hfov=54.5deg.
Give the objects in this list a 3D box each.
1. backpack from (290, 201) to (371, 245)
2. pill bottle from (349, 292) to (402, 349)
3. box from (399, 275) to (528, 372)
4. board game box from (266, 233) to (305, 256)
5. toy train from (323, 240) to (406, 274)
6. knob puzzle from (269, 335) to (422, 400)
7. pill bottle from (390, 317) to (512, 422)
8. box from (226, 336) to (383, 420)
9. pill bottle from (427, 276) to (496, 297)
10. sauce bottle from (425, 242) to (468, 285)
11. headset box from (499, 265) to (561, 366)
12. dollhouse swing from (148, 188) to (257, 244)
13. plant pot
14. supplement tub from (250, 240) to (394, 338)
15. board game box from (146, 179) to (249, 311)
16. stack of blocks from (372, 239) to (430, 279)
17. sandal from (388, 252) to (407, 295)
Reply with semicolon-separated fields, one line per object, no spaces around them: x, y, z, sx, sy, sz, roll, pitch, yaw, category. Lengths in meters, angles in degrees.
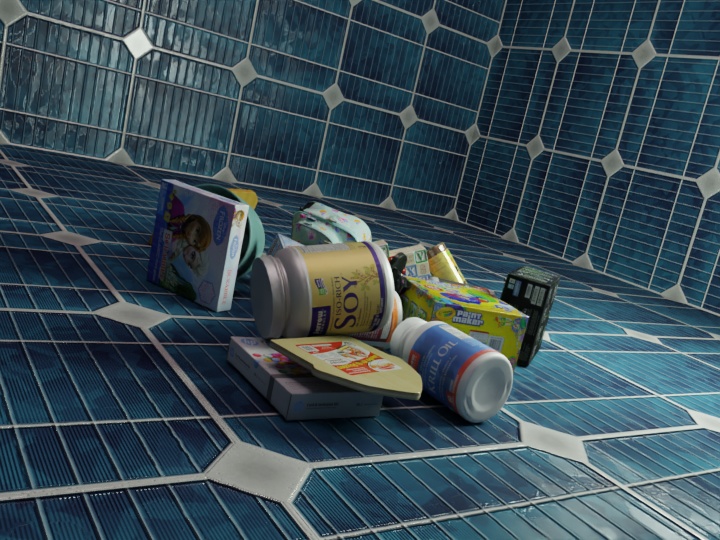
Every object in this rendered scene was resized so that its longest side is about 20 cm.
-0.077;-0.057;1.718;0.197;0.178;0.154;16;28;9;backpack
-0.035;0.077;1.244;0.197;0.116;0.114;8;12;-28;pill bottle
0.181;0.104;1.354;0.197;0.124;0.193;10;11;-20;box
-0.096;0.016;1.405;0.198;0.062;0.201;2;43;-46;board game box
0.000;0.000;1.467;0.198;0.085;0.116;28;13;-1;toy train
-0.001;0.142;0.970;0.216;0.031;0.220;16;9;-2;knob puzzle
0.135;0.147;1.108;0.111;0.114;0.199;5;13;-36;pill bottle
-0.084;0.151;1.010;0.154;0.042;0.199;7;12;-36;box
0.188;0.077;1.527;0.197;0.112;0.111;12;11;-6;pill bottle
0.214;0.035;1.618;0.064;0.202;0.065;-29;-2;-1;sauce bottle
0.352;0.090;1.491;0.092;0.177;0.200;18;12;20;headset box
-0.376;-0.130;1.701;0.180;0.179;0.199;20;13;29;dollhouse swing
-0.291;-0.067;1.471;0.198;0.204;0.161;16;0;15;plant pot
-0.061;0.033;1.096;0.197;0.148;0.145;-6;18;-24;supplement tub
-0.310;-0.050;1.316;0.197;0.203;0.041;19;14;30;board game box
0.052;-0.006;1.577;0.197;0.117;0.059;-11;14;-4;stack of blocks
0.059;0.044;1.354;0.048;0.202;0.075;39;47;19;sandal
